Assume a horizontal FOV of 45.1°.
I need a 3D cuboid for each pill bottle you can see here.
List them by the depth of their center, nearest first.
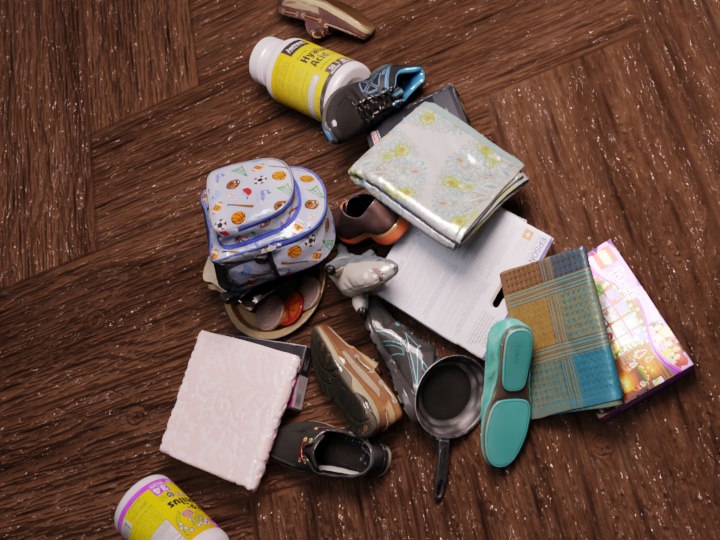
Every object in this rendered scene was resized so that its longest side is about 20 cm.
[{"bbox_3d":[-0.259,0.393,1.255,0.199,0.104,0.105,33,87,29],"label":"pill bottle"},{"bbox_3d":[-0.086,-0.315,1.426,0.199,0.111,0.112,28,85,30],"label":"pill bottle"}]

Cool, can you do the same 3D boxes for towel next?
[{"bbox_3d":[0.256,0.083,1.119,0.146,0.022,0.202,-20,77,47],"label":"towel"},{"bbox_3d":[0.110,-0.134,1.197,0.199,0.048,0.171,37,61,21],"label":"towel"},{"bbox_3d":[-0.195,0.204,1.296,0.190,0.032,0.202,12,78,31],"label":"towel"}]

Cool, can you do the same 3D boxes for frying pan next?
[{"bbox_3d":[0.129,0.205,1.179,0.114,0.192,0.031,-17,16,-20],"label":"frying pan"}]

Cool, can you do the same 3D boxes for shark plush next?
[{"bbox_3d":[0.000,0.000,1.265,0.083,0.200,0.091,-38,98,-2],"label":"shark plush"}]

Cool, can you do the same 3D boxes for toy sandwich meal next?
[{"bbox_3d":[-0.150,0.008,1.362,0.203,0.070,0.207,-8,69,22],"label":"toy sandwich meal"}]

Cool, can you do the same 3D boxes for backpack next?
[{"bbox_3d":[-0.135,-0.076,1.277,0.189,0.155,0.201,-12,52,-6],"label":"backpack"}]

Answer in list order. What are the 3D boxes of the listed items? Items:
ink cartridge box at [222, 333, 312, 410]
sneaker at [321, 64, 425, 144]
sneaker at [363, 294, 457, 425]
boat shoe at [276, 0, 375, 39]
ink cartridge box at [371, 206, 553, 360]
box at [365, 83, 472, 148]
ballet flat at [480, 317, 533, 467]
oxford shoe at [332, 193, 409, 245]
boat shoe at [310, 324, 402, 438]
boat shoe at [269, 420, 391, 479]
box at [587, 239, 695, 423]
[{"bbox_3d":[-0.171,0.153,1.342,0.198,0.037,0.096,5,75,28],"label":"ink cartridge box"},{"bbox_3d":[0.019,-0.265,1.331,0.082,0.074,0.200,3,41,49],"label":"sneaker"},{"bbox_3d":[0.065,0.117,1.234,0.079,0.075,0.201,-27,70,1],"label":"sneaker"},{"bbox_3d":[-0.065,-0.431,1.492,0.199,0.072,0.073,30,116,19],"label":"boat shoe"},{"bbox_3d":[0.142,-0.007,1.228,0.199,0.041,0.201,32,96,18],"label":"ink cartridge box"},{"bbox_3d":[0.106,-0.163,1.321,0.158,0.046,0.202,-23,64,15],"label":"box"},{"bbox_3d":[0.191,0.157,1.148,0.067,0.070,0.202,2,104,-11],"label":"ballet flat"},{"bbox_3d":[-0.002,-0.086,1.286,0.071,0.072,0.199,-55,25,-16],"label":"oxford shoe"},{"bbox_3d":[-0.008,0.156,1.248,0.200,0.073,0.076,55,142,38],"label":"boat shoe"},{"bbox_3d":[-0.057,0.254,1.238,0.200,0.063,0.074,4,78,27],"label":"boat shoe"},{"bbox_3d":[0.323,0.078,1.140,0.136,0.039,0.201,-33,62,11],"label":"box"}]
